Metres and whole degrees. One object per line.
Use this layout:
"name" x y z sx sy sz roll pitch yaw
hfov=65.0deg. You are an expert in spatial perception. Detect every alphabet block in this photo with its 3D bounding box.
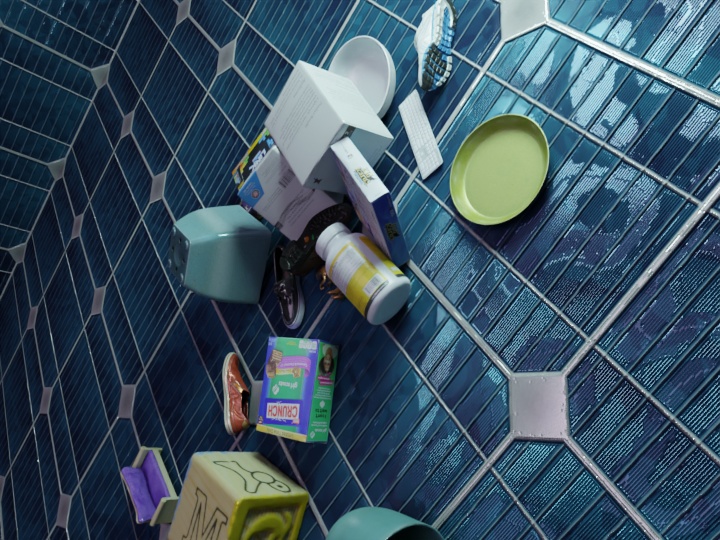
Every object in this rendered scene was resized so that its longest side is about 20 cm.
"alphabet block" -0.254 0.512 1.174 0.197 0.192 0.203 17 90 45

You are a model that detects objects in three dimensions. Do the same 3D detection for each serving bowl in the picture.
"serving bowl" 0.008 -0.415 1.280 0.196 0.065 0.208 0 90 41

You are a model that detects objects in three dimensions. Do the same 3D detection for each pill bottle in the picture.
"pill bottle" 0.000 0.000 1.114 0.200 0.111 0.113 46 109 27

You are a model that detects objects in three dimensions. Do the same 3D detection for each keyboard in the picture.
"keyboard" 0.124 -0.286 1.182 0.056 0.010 0.205 -33 56 32

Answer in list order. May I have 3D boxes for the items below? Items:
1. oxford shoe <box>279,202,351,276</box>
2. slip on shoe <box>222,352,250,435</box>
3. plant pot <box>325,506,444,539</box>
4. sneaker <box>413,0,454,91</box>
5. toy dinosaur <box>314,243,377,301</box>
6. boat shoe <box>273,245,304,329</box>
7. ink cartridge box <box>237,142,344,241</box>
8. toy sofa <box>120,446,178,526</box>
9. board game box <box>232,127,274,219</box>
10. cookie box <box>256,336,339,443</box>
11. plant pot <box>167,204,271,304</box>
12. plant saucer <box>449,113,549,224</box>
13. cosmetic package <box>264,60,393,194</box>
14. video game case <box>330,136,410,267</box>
"oxford shoe" -0.086 -0.067 1.247 0.199 0.084 0.074 -43 47 13
"slip on shoe" -0.299 0.295 1.377 0.059 0.075 0.205 -14 56 2
"plant pot" 0.026 0.486 0.921 0.159 0.196 0.208 3 78 56
"sneaker" 0.145 -0.462 1.183 0.085 0.074 0.207 -5 67 49
"toy dinosaur" -0.042 0.002 1.218 0.196 0.060 0.110 -15 66 39
"boat shoe" -0.176 0.034 1.330 0.069 0.065 0.207 -19 65 37
"ink cartridge box" -0.153 -0.171 1.275 0.145 0.199 0.085 -43 18 24
"toy sofa" -0.560 0.571 1.511 0.200 0.096 0.084 43 106 43
"board game box" -0.251 -0.269 1.502 0.200 0.056 0.168 -46 50 24
"cookie box" -0.136 0.253 1.219 0.167 0.074 0.208 -3 76 42
"plant pot" -0.366 -0.040 1.410 0.195 0.196 0.202 35 118 43
"plant saucer" 0.250 -0.177 1.015 0.196 0.031 0.207 -16 66 40
"cosmetic package" -0.069 -0.296 1.199 0.166 0.162 0.203 -49 60 30
"video game case" 0.022 -0.131 1.107 0.045 0.202 0.183 -30 52 -5
